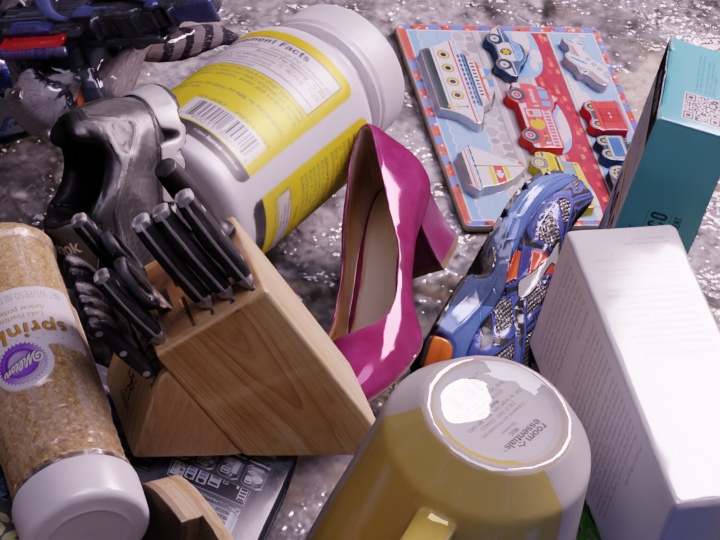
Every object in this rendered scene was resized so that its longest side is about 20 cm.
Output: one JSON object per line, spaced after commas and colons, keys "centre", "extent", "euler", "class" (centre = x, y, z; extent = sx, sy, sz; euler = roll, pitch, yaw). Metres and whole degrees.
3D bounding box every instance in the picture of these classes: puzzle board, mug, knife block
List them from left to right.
{"centre": [-0.064, 0.018, 1.462], "extent": [0.200, 0.176, 0.064], "euler": [2, 41, -26], "class": "knife block"}
{"centre": [0.057, 0.140, 1.469], "extent": [0.149, 0.153, 0.187], "euler": [6, 44, -14], "class": "mug"}
{"centre": [0.117, -0.100, 1.840], "extent": [0.151, 0.017, 0.200], "euler": [0, 45, -18], "class": "puzzle board"}

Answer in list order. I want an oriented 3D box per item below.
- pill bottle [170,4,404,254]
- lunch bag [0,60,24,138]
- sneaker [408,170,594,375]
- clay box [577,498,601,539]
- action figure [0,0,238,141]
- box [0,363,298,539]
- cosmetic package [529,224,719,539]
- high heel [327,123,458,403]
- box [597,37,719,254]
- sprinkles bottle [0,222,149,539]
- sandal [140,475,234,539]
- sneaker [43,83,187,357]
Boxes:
{"centre": [-0.064, -0.080, 1.687], "extent": [0.114, 0.114, 0.200], "euler": [33, 44, 16], "class": "pill bottle"}
{"centre": [-0.281, -0.163, 1.733], "extent": [0.160, 0.076, 0.200], "euler": [-21, 56, -37], "class": "lunch bag"}
{"centre": [0.100, 0.017, 1.682], "extent": [0.078, 0.075, 0.200], "euler": [32, 52, 2], "class": "sneaker"}
{"centre": [0.198, 0.117, 1.616], "extent": [0.200, 0.048, 0.115], "euler": [-12, 50, -29], "class": "clay box"}
{"centre": [-0.134, -0.138, 1.645], "extent": [0.200, 0.105, 0.193], "euler": [5, 36, 40], "class": "action figure"}
{"centre": [-0.151, 0.125, 1.490], "extent": [0.200, 0.051, 0.158], "euler": [21, 42, 2], "class": "box"}
{"centre": [0.164, 0.081, 1.535], "extent": [0.071, 0.101, 0.200], "euler": [-4, 49, -16], "class": "cosmetic package"}
{"centre": [0.000, 0.000, 1.625], "extent": [0.096, 0.067, 0.200], "euler": [54, 42, -22], "class": "high heel"}
{"centre": [0.178, -0.037, 1.657], "extent": [0.049, 0.200, 0.082], "euler": [16, 43, -1], "class": "box"}
{"centre": [-0.171, 0.066, 1.458], "extent": [0.068, 0.068, 0.200], "euler": [-5, 47, -23], "class": "sprinkles bottle"}
{"centre": [-0.038, 0.168, 1.380], "extent": [0.070, 0.078, 0.212], "euler": [-15, 40, -25], "class": "sandal"}
{"centre": [-0.140, -0.005, 1.552], "extent": [0.090, 0.200, 0.066], "euler": [-6, 1, -43], "class": "sneaker"}
